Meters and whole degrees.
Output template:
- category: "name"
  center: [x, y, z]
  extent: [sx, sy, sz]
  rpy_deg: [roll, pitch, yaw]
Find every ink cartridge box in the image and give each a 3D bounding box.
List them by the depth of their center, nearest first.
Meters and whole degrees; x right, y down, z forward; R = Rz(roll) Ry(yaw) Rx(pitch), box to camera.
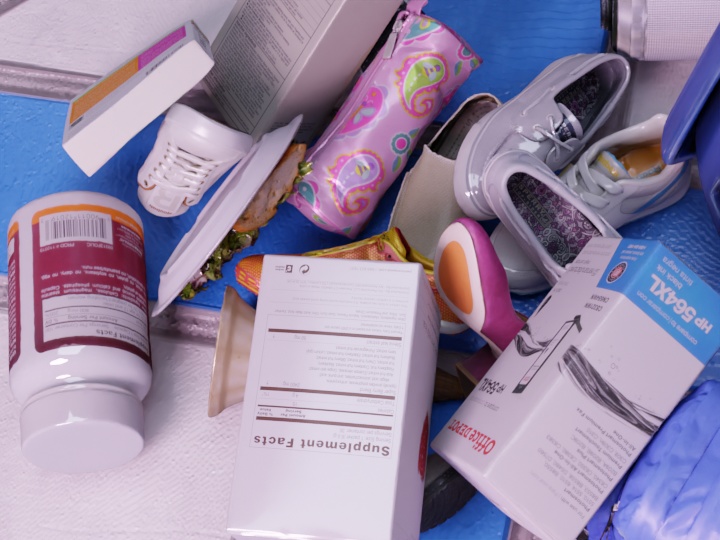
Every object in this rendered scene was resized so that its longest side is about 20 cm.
- category: "ink cartridge box"
  center: [0.153, 0.080, 1.186]
  extent: [0.084, 0.146, 0.201]
  rpy_deg: [40, 84, -11]

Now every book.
- category: "book"
  center: [-0.181, -0.150, 1.401]
  extent: [0.133, 0.200, 0.048]
  rpy_deg: [-39, 104, 4]

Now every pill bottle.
- category: "pill bottle"
  center: [-0.223, 0.050, 1.353]
  extent: [0.113, 0.115, 0.202]
  rpy_deg: [-9, 61, 3]

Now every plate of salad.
- category: "plate of salad"
  center: [-0.099, -0.039, 1.356]
  extent: [0.048, 0.200, 0.201]
  rpy_deg: [36, 69, -9]

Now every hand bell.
- category: "hand bell"
  center: [-0.016, 0.077, 1.339]
  extent: [0.197, 0.104, 0.105]
  rpy_deg: [8, 62, -1]

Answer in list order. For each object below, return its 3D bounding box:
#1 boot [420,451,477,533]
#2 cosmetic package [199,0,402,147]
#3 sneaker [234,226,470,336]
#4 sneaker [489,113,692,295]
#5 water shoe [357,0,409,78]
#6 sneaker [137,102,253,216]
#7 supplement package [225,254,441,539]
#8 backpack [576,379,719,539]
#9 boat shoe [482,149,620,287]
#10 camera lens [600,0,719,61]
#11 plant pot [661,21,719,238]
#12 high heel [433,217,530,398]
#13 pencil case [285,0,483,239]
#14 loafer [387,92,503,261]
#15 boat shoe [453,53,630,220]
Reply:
- category: "boot"
  center: [0.005, 0.148, 1.294]
  extent: [0.199, 0.068, 0.131]
  rpy_deg: [-38, 65, -10]
- category: "cosmetic package"
  center: [-0.048, -0.205, 1.423]
  extent: [0.073, 0.201, 0.104]
  rpy_deg: [-3, 49, -48]
- category: "sneaker"
  center: [0.000, 0.000, 1.337]
  extent: [0.197, 0.073, 0.078]
  rpy_deg: [5, 103, 4]
- category: "sneaker"
  center: [0.181, -0.058, 1.376]
  extent: [0.199, 0.081, 0.077]
  rpy_deg: [-35, 64, -10]
- category: "water shoe"
  center: [0.013, -0.218, 1.494]
  extent: [0.071, 0.079, 0.202]
  rpy_deg: [-24, 87, -3]
- category: "sneaker"
  center: [-0.139, -0.082, 1.383]
  extent: [0.072, 0.200, 0.086]
  rpy_deg: [24, 83, -10]
- category: "supplement package"
  center: [-0.014, 0.105, 1.214]
  extent: [0.118, 0.121, 0.203]
  rpy_deg: [3, 72, 11]
- category: "backpack"
  center: [0.236, 0.174, 1.174]
  extent: [0.166, 0.201, 0.163]
  rpy_deg: [25, 68, 19]
- category: "boat shoe"
  center: [0.173, -0.012, 1.301]
  extent: [0.072, 0.069, 0.201]
  rpy_deg: [-37, 100, 5]
- category: "camera lens"
  center: [0.300, -0.257, 1.422]
  extent: [0.197, 0.160, 0.162]
  rpy_deg: [0, 61, 7]
- category: "plant pot"
  center: [0.358, -0.118, 1.286]
  extent: [0.198, 0.201, 0.180]
  rpy_deg: [-19, 58, -32]
- category: "high heel"
  center: [0.114, 0.020, 1.273]
  extent: [0.095, 0.201, 0.067]
  rpy_deg: [-30, 44, -17]
- category: "pencil case"
  center: [0.015, -0.124, 1.405]
  extent: [0.087, 0.087, 0.201]
  rpy_deg: [34, 88, 23]
- category: "loafer"
  center: [0.069, -0.068, 1.402]
  extent: [0.075, 0.068, 0.202]
  rpy_deg: [17, 65, 16]
- category: "boat shoe"
  center: [0.152, -0.112, 1.377]
  extent: [0.200, 0.068, 0.073]
  rpy_deg: [-39, 106, -34]
